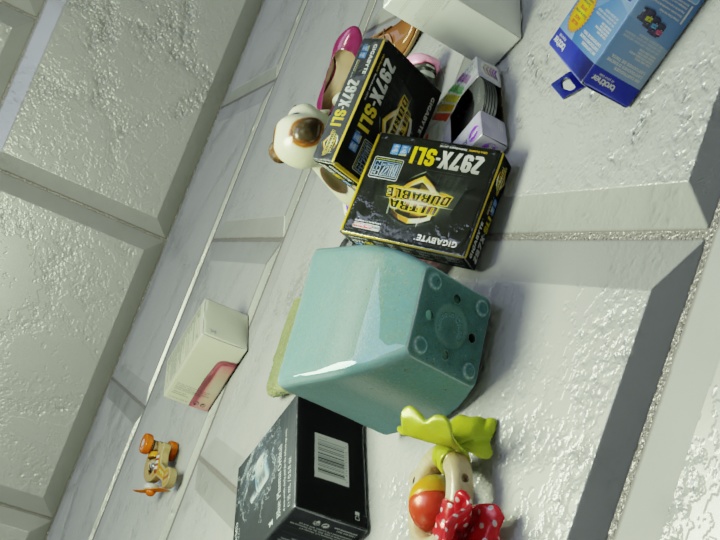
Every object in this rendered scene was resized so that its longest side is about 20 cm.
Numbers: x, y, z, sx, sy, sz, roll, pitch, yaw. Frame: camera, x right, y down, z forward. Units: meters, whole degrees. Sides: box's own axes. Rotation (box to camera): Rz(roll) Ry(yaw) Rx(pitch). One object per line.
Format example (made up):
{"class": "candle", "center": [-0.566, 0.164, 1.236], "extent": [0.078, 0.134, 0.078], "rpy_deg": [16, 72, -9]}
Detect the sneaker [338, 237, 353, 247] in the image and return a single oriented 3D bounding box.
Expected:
{"class": "sneaker", "center": [0.000, 0.000, 1.581], "extent": [0.114, 0.075, 0.201], "rpy_deg": [-47, 23, 43]}

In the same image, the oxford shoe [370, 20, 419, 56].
{"class": "oxford shoe", "center": [0.057, -0.444, 1.904], "extent": [0.200, 0.071, 0.072], "rpy_deg": [-47, 26, 37]}

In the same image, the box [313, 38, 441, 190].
{"class": "box", "center": [0.028, -0.215, 1.451], "extent": [0.049, 0.159, 0.201], "rpy_deg": [15, 78, 42]}

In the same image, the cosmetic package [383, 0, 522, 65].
{"class": "cosmetic package", "center": [0.141, -0.404, 1.479], "extent": [0.085, 0.199, 0.108], "rpy_deg": [-42, 29, 43]}

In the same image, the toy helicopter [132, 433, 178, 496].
{"class": "toy helicopter", "center": [-0.451, 0.452, 2.190], "extent": [0.200, 0.079, 0.133], "rpy_deg": [10, 78, 65]}

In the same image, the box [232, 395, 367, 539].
{"class": "box", "center": [-0.089, 0.323, 1.397], "extent": [0.200, 0.117, 0.197], "rpy_deg": [-53, 25, 34]}

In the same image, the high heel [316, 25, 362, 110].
{"class": "high heel", "center": [-0.042, -0.426, 2.124], "extent": [0.096, 0.067, 0.201], "rpy_deg": [-82, 9, -58]}

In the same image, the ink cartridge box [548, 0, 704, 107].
{"class": "ink cartridge box", "center": [0.303, -0.284, 1.145], "extent": [0.201, 0.076, 0.137], "rpy_deg": [-59, 22, 24]}

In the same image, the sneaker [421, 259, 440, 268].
{"class": "sneaker", "center": [0.081, -0.008, 1.402], "extent": [0.200, 0.105, 0.075], "rpy_deg": [-34, 42, 2]}

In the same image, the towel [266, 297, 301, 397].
{"class": "towel", "center": [-0.106, 0.128, 1.751], "extent": [0.148, 0.036, 0.201], "rpy_deg": [-21, 49, 61]}

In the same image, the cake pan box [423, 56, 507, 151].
{"class": "cake pan box", "center": [0.144, -0.194, 1.465], "extent": [0.200, 0.052, 0.185], "rpy_deg": [-47, 30, 42]}

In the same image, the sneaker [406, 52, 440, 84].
{"class": "sneaker", "center": [0.070, -0.292, 1.727], "extent": [0.200, 0.079, 0.096], "rpy_deg": [-42, 43, 49]}

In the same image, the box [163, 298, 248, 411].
{"class": "box", "center": [-0.337, 0.185, 2.142], "extent": [0.200, 0.108, 0.128], "rpy_deg": [-54, 24, 28]}

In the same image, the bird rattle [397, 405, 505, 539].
{"class": "bird rattle", "center": [0.101, 0.256, 1.091], "extent": [0.163, 0.112, 0.201], "rpy_deg": [120, 148, -48]}

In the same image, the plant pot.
{"class": "plant pot", "center": [0.048, 0.080, 1.230], "extent": [0.199, 0.195, 0.198], "rpy_deg": [-15, 54, 51]}

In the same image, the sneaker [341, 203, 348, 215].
{"class": "sneaker", "center": [0.030, -0.162, 1.677], "extent": [0.099, 0.069, 0.201], "rpy_deg": [-25, 46, 56]}

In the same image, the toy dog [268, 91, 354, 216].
{"class": "toy dog", "center": [-0.049, -0.187, 1.562], "extent": [0.139, 0.199, 0.195], "rpy_deg": [-11, 59, 56]}

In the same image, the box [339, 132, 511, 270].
{"class": "box", "center": [0.089, -0.098, 1.345], "extent": [0.199, 0.049, 0.161], "rpy_deg": [14, 73, 31]}
